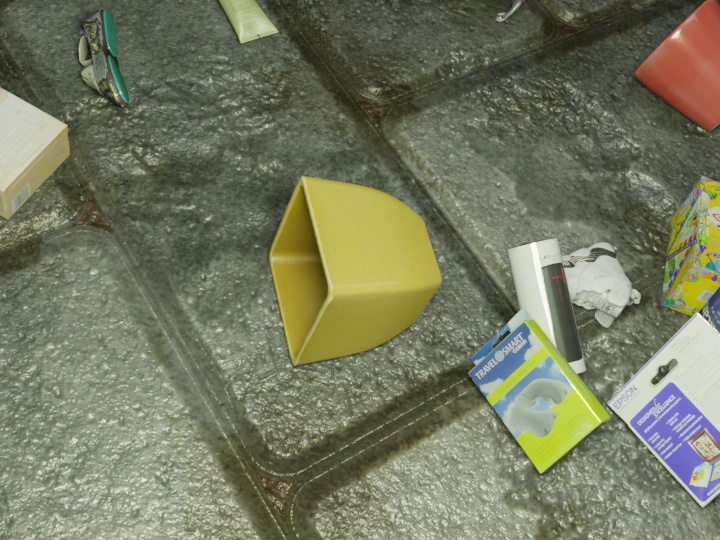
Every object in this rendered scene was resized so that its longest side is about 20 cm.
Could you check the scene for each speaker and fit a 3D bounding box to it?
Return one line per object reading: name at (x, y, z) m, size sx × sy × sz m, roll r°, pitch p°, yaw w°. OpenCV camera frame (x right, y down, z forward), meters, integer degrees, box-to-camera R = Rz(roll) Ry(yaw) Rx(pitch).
speaker at (0.273, 0.057, 1.483) m, size 0.080 × 0.081 × 0.204 m, roll -10°, pitch 86°, yaw -20°

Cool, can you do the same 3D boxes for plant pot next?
plant pot at (0.632, -0.368, 1.846) m, size 0.178 × 0.201 × 0.200 m, roll 48°, pitch 58°, yaw 6°
plant pot at (0.000, 0.000, 1.438) m, size 0.197 × 0.196 × 0.197 m, roll -2°, pitch 57°, yaw -23°

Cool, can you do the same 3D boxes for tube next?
tube at (-0.227, -0.487, 1.790) m, size 0.058 × 0.052 × 0.201 m, roll -38°, pitch 70°, yaw 13°

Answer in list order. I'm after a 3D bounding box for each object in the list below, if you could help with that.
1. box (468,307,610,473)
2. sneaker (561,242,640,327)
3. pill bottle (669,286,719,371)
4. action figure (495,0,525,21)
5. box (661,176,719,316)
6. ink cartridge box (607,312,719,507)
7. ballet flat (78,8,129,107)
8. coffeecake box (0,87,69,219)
box at (0.245, 0.168, 1.427) m, size 0.201 × 0.122 × 0.047 m, roll 54°, pitch 24°, yaw 21°
sneaker at (0.346, 0.034, 1.566) m, size 0.198 × 0.076 × 0.116 m, roll -21°, pitch 62°, yaw -28°
pill bottle at (0.542, 0.102, 1.488) m, size 0.109 × 0.201 × 0.112 m, roll 11°, pitch 45°, yaw -12°
action figure at (0.275, -0.569, 1.905) m, size 0.135 × 0.149 × 0.199 m, roll 52°, pitch 28°, yaw 11°
box at (0.616, -0.017, 1.639) m, size 0.197 × 0.123 × 0.195 m, roll 20°, pitch 55°, yaw 0°
ink cartridge box at (0.488, 0.195, 1.429) m, size 0.200 × 0.199 × 0.043 m, roll 48°, pitch 27°, yaw 17°
ballet flat at (-0.422, -0.336, 1.635) m, size 0.071 × 0.072 × 0.203 m, roll -7°, pitch 59°, yaw -18°
coffeecake box at (-0.560, -0.193, 1.491) m, size 0.198 × 0.073 × 0.154 m, roll 29°, pitch 55°, yaw 6°
